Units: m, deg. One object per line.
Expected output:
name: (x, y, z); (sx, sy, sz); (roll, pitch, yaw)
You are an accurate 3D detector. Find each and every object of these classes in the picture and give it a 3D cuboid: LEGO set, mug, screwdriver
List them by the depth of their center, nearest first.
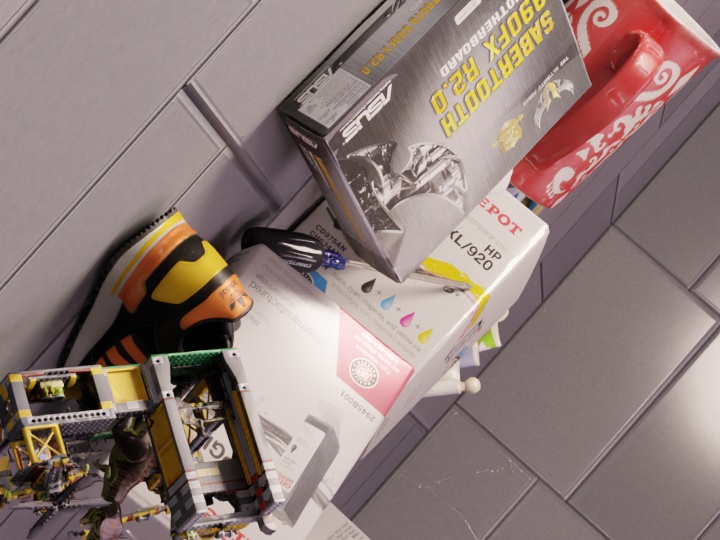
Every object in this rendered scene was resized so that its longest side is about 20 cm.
LEGO set: (-0.140, 0.128, 1.160); (0.200, 0.116, 0.154); (1, 150, -40)
screwdriver: (0.000, 0.000, 1.456); (0.200, 0.028, 0.029); (17, 100, -35)
mug: (0.186, -0.162, 1.736); (0.200, 0.133, 0.177); (-47, 164, 16)

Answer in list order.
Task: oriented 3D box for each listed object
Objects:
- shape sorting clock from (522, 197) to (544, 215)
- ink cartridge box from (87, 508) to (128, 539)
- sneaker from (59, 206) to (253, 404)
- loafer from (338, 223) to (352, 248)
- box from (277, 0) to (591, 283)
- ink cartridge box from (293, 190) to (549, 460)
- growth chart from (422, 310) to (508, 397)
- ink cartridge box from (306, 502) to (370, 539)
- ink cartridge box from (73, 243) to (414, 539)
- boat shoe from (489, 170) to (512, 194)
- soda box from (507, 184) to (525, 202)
shape sorting clock: (0.183, -0.114, 2.005); (0.200, 0.039, 0.200); (-55, -173, 10)
ink cartridge box: (-0.118, 0.152, 1.507); (0.146, 0.086, 0.200); (-7, 155, -19)
sneaker: (-0.123, 0.050, 1.243); (0.070, 0.090, 0.200); (-42, 168, -36)
loafer: (0.008, -0.072, 1.424); (0.067, 0.076, 0.200); (-36, 154, -29)
box: (0.053, -0.113, 1.316); (0.200, 0.048, 0.159); (-45, 140, -15)
ink cartridge box: (0.022, 0.013, 1.581); (0.200, 0.147, 0.145); (-45, 170, -21)
growth chart: (0.057, 0.042, 1.703); (0.200, 0.144, 0.018); (-77, 159, -50)
ink cartridge box: (-0.100, 0.243, 1.782); (0.144, 0.200, 0.084); (-54, 169, 28)
ink cartridge box: (-0.080, 0.106, 1.366); (0.200, 0.146, 0.085); (-55, -168, -21)
boat shoe: (0.085, -0.121, 1.500); (0.200, 0.073, 0.066); (-91, -161, -63)
soda box: (0.098, -0.071, 1.853); (0.068, 0.064, 0.200); (-51, 170, 14)
